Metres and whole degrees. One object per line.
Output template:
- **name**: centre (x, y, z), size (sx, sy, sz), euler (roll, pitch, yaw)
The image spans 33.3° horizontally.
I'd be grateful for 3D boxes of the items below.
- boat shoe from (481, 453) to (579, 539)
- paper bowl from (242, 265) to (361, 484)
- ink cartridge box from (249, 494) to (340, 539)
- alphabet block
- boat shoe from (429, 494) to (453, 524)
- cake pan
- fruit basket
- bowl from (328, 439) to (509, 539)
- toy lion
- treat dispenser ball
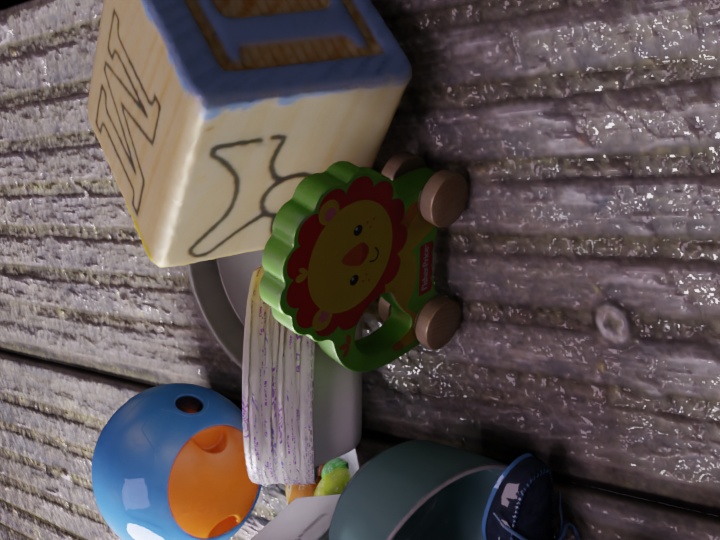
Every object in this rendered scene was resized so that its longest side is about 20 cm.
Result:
- **boat shoe**: centre (0.153, 0.246, 1.046), size (0.069, 0.084, 0.201), euler (35, 143, 41)
- **paper bowl**: centre (-0.050, 0.096, 1.117), size (0.201, 0.103, 0.203), euler (-1, -90, -89)
- **ink cartridge box**: centre (-0.037, 0.331, 1.139), size (0.084, 0.146, 0.202), euler (-8, 100, 25)
- **alphabet block**: centre (-0.101, -0.148, 0.997), size (0.197, 0.194, 0.201), euler (63, 148, 29)
- **boat shoe**: centre (0.058, 0.296, 1.209), size (0.074, 0.068, 0.200), euler (40, 138, 30)
- **cake pan**: centre (-0.116, 0.021, 1.287), size (0.200, 0.037, 0.202), euler (30, 133, 38)
- **fruit basket**: centre (-0.047, 0.215, 1.273), size (0.185, 0.093, 0.202), euler (-20, 87, 61)
- **bowl**: centre (0.049, 0.233, 1.076), size (0.105, 0.200, 0.202), euler (35, 137, 43)
- **toy lion**: centre (0.000, 0.000, 0.988), size (0.068, 0.191, 0.201), euler (30, 134, 38)
- **treat dispenser ball**: centre (-0.214, 0.233, 1.407), size (0.200, 0.200, 0.202), euler (30, 134, 38)
